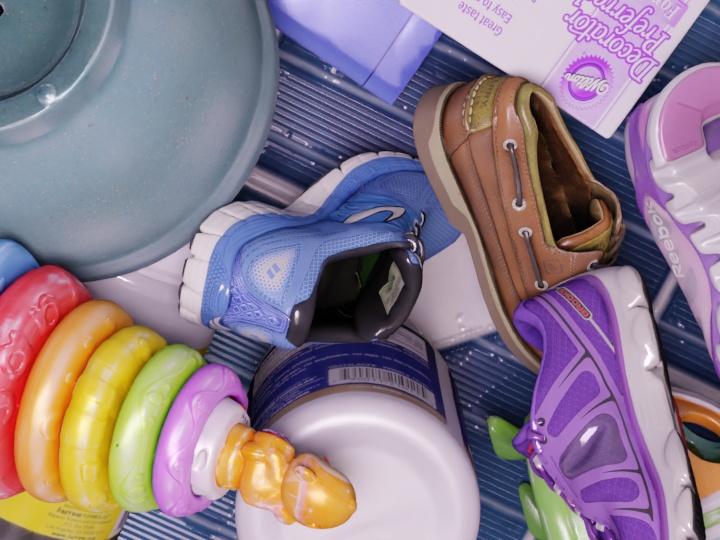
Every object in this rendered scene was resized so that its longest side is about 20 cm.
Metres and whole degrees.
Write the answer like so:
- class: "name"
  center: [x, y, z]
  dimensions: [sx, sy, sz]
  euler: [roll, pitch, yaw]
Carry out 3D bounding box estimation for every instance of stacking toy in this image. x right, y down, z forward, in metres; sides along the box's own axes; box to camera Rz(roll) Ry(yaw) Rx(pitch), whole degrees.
- class: "stacking toy"
  center: [-0.091, 0.070, 0.888]
  dimensions: [0.199, 0.116, 0.110]
  euler: [17, 66, 18]

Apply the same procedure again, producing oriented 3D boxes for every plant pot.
- class: "plant pot"
  center: [-0.148, -0.104, 0.918]
  dimensions: [0.199, 0.134, 0.202]
  euler: [-2, 80, 11]

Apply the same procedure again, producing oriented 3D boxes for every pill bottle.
- class: "pill bottle"
  center: [-0.143, 0.045, 1.037]
  dimensions: [0.114, 0.114, 0.201]
  euler: [24, 104, -9]
- class: "pill bottle"
  center: [-0.003, 0.087, 1.009]
  dimensions: [0.115, 0.200, 0.117]
  euler: [0, 106, -1]

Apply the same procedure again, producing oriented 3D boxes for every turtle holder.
- class: "turtle holder"
  center: [0.153, 0.145, 1.058]
  dimensions: [0.131, 0.141, 0.187]
  euler: [-17, 111, 8]

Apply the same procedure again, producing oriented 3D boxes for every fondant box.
- class: "fondant box"
  center: [0.121, -0.187, 0.989]
  dimensions: [0.144, 0.058, 0.200]
  euler: [29, 105, -28]

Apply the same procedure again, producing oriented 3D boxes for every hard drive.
- class: "hard drive"
  center: [-0.029, -0.194, 1.017]
  dimensions: [0.199, 0.025, 0.132]
  euler: [33, 103, -11]

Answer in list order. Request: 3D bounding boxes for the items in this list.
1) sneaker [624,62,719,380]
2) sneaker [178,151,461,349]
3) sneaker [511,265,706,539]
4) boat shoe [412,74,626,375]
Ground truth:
- class: "sneaker"
  center: [0.187, -0.010, 1.018]
  dimensions: [0.080, 0.088, 0.201]
  euler: [-26, 103, -15]
- class: "sneaker"
  center: [0.000, 0.000, 0.996]
  dimensions: [0.089, 0.200, 0.079]
  euler: [28, 121, 26]
- class: "sneaker"
  center: [0.117, 0.096, 0.960]
  dimensions: [0.083, 0.201, 0.081]
  euler: [-15, 148, 8]
- class: "boat shoe"
  center: [0.099, -0.013, 1.023]
  dimensions: [0.068, 0.072, 0.200]
  euler: [-6, 133, 36]
